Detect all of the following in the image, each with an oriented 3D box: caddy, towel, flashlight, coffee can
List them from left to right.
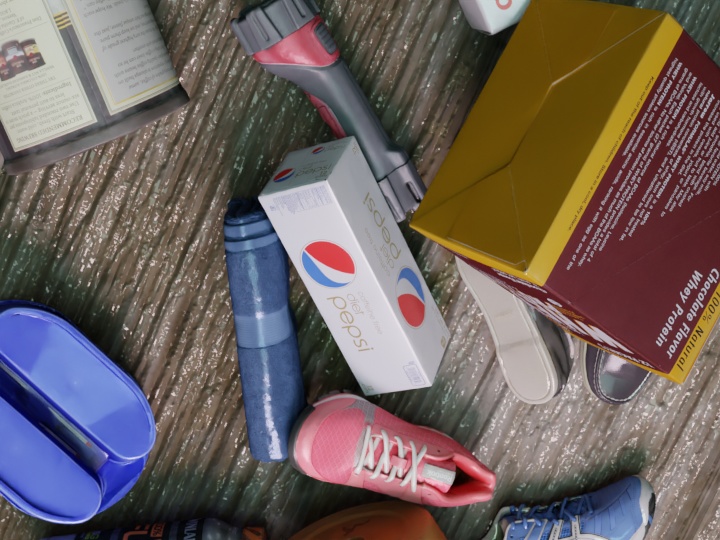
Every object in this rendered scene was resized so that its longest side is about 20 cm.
[{"bbox_3d":[-0.257,0.114,1.010,0.200,0.105,0.141,45,74,-12],"label":"caddy"},{"bbox_3d":[-0.229,-0.190,0.911,0.146,0.146,0.201,-20,104,2],"label":"coffee can"},{"bbox_3d":[-0.074,0.044,0.994,0.048,0.112,0.201,-5,104,-1],"label":"towel"},{"bbox_3d":[-0.025,-0.126,0.983,0.068,0.068,0.201,-33,108,-8],"label":"flashlight"}]

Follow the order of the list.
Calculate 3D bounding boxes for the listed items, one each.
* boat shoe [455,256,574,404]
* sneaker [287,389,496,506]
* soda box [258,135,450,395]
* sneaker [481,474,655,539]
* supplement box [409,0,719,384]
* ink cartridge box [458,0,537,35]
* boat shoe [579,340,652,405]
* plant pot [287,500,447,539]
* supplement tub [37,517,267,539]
[{"bbox_3d":[0.128,0.011,1.033,0.067,0.057,0.201,-10,103,37],"label":"boat shoe"},{"bbox_3d":[0.033,0.146,0.998,0.200,0.087,0.074,19,85,-40],"label":"sneaker"},{"bbox_3d":[0.000,0.000,0.980,0.063,0.068,0.201,-11,121,28],"label":"soda box"},{"bbox_3d":[0.162,0.233,1.071,0.200,0.076,0.077,-34,108,4],"label":"sneaker"},{"bbox_3d":[0.182,-0.058,0.914,0.200,0.133,0.198,31,86,-38],"label":"supplement box"},{"bbox_3d":[0.151,-0.285,0.939,0.199,0.084,0.145,-25,104,4],"label":"ink cartridge box"},{"bbox_3d":[0.238,0.023,1.029,0.072,0.065,0.201,20,103,-9],"label":"boat shoe"},{"bbox_3d":[0.011,0.278,0.995,0.199,0.200,0.141,-18,103,2],"label":"plant pot"},{"bbox_3d":[-0.174,0.273,1.041,0.199,0.123,0.123,-7,104,-2],"label":"supplement tub"}]
